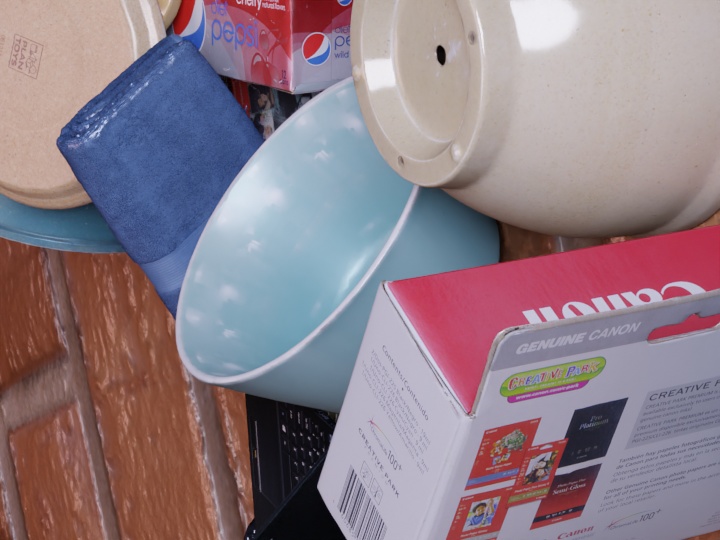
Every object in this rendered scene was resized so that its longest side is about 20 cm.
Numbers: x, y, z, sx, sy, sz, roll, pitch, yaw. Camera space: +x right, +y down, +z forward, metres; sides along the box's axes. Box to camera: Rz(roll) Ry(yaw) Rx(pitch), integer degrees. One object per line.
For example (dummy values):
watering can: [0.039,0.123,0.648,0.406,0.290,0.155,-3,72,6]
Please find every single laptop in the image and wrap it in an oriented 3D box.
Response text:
laptop: [-0.059,0.173,1.117,0.200,0.103,0.179,36,135,52]

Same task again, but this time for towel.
towel: [-0.099,-0.040,1.163,0.048,0.112,0.201,25,153,53]

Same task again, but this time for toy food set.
toy food set: [-0.202,-0.140,1.205,0.197,0.049,0.202,7,102,27]

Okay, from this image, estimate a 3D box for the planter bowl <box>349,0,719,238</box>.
planter bowl: [0.078,-0.107,0.889,0.200,0.134,0.202,25,119,56]

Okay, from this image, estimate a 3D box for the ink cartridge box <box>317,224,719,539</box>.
ink cartridge box: [0.101,0.047,0.825,0.084,0.199,0.176,57,144,37]

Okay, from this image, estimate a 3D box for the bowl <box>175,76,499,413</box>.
bowl: [0.000,0.000,1.045,0.200,0.105,0.202,-35,35,29]

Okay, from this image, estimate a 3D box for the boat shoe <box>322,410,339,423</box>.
boat shoe: [-0.006,0.123,1.173,0.068,0.074,0.202,12,110,54]

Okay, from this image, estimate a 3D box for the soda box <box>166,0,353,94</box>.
soda box: [-0.064,-0.157,1.162,0.200,0.063,0.071,20,114,56]

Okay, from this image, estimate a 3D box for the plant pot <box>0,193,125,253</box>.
plant pot: [-0.197,-0.139,1.333,0.200,0.199,0.189,41,125,49]

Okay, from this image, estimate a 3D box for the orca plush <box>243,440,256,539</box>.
orca plush: [-0.053,0.189,1.281,0.105,0.071,0.202,7,105,60]

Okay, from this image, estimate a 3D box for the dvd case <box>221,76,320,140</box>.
dvd case: [-0.050,-0.124,1.233,0.200,0.022,0.147,-7,92,62]
